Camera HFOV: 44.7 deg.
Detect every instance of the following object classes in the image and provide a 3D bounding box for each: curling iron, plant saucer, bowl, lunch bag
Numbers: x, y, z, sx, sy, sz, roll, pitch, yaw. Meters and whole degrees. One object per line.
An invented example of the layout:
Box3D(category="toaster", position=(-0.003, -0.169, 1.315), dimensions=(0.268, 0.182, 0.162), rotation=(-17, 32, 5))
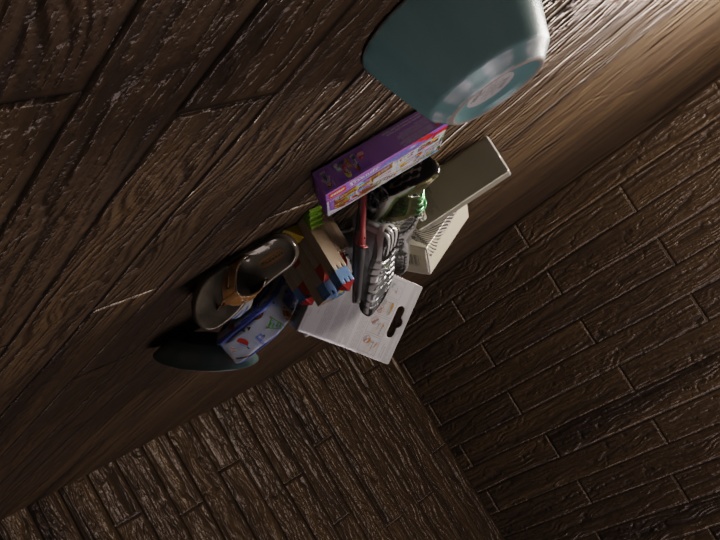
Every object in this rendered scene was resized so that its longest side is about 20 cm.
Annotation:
Box3D(category="curling iron", position=(0.008, -0.046, 1.398), dimensions=(0.049, 0.201, 0.026), rotation=(7, -176, -22))
Box3D(category="plant saucer", position=(-0.293, 0.147, 1.666), dimensions=(0.199, 0.039, 0.201), rotation=(5, -170, -1))
Box3D(category="bowl", position=(0.113, -0.224, 0.891), dimensions=(0.200, 0.105, 0.201), rotation=(-32, 172, -5))
Box3D(category="lunch bag", position=(-0.180, 0.077, 1.624), dimensions=(0.160, 0.076, 0.200), rotation=(-40, -168, 20))

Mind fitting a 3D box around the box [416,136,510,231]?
Box3D(category="box", position=(0.174, -0.158, 1.626), dimensions=(0.199, 0.082, 0.068), rotation=(-32, 173, 11))

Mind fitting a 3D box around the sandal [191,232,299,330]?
Box3D(category="sandal", position=(-0.177, 0.018, 1.351), dimensions=(0.199, 0.082, 0.055), rotation=(-34, -157, -3))

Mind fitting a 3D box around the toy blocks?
Box3D(category="toy blocks", position=(-0.070, -0.007, 1.446), dimensions=(0.100, 0.137, 0.200), rotation=(-27, 172, -34))

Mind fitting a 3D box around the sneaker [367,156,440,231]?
Box3D(category="sneaker", position=(0.083, -0.121, 1.442), dimensions=(0.200, 0.088, 0.077), rotation=(-33, -145, 53))

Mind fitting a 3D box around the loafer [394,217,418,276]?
Box3D(category="loafer", position=(0.060, -0.084, 1.576), dimensions=(0.075, 0.070, 0.201), rotation=(2, 126, -12))

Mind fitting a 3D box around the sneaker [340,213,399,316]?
Box3D(category="sneaker", position=(-0.003, -0.019, 1.501), dimensions=(0.075, 0.115, 0.201), rotation=(-47, 156, -45))

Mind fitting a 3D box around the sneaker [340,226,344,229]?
Box3D(category="sneaker", position=(0.024, -0.055, 1.693), dimensions=(0.199, 0.094, 0.070), rotation=(-26, 171, -38))

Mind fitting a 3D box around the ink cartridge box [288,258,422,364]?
Box3D(category="ink cartridge box", position=(-0.008, 0.062, 1.577), dimensions=(0.057, 0.199, 0.163), rotation=(29, -84, 59))

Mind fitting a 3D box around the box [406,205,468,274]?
Box3D(category="box", position=(0.141, -0.081, 1.741), dimensions=(0.082, 0.069, 0.200), rotation=(9, -138, 26))

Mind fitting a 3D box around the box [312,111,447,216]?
Box3D(category="box", position=(0.027, -0.156, 1.242), dimensions=(0.199, 0.039, 0.137), rotation=(-31, 173, -5))

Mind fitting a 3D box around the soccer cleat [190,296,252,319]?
Box3D(category="soccer cleat", position=(-0.223, 0.044, 1.469), dimensions=(0.086, 0.070, 0.200), rotation=(-41, 178, 4))

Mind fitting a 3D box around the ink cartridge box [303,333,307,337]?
Box3D(category="ink cartridge box", position=(-0.094, 0.066, 1.923), dimensions=(0.199, 0.117, 0.067), rotation=(-23, 169, -44))
